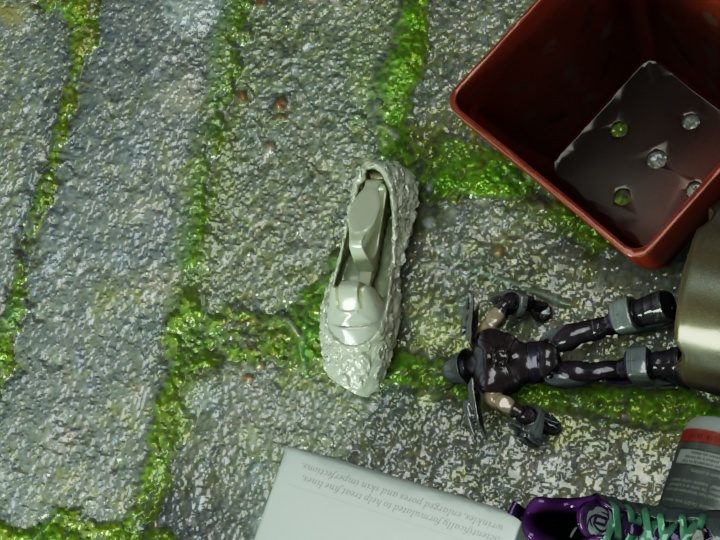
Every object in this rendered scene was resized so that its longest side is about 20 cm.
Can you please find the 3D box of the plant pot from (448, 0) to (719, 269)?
[{"bbox_3d":[0.220,-0.114,1.563,0.200,0.176,0.200,41,88,23],"label":"plant pot"}]

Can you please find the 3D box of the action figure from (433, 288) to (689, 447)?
[{"bbox_3d":[0.153,0.071,1.587,0.200,0.069,0.130,-9,78,17],"label":"action figure"}]

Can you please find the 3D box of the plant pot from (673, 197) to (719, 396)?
[{"bbox_3d":[0.347,0.034,1.481,0.198,0.200,0.201,11,77,26],"label":"plant pot"}]

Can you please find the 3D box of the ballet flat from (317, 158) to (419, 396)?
[{"bbox_3d":[0.000,0.000,1.650,0.072,0.072,0.200,5,76,17],"label":"ballet flat"}]

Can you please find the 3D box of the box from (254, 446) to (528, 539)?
[{"bbox_3d":[0.016,0.263,1.529,0.199,0.131,0.200,16,78,19],"label":"box"}]

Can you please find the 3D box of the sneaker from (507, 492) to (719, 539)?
[{"bbox_3d":[0.200,0.193,1.405,0.200,0.087,0.075,-2,68,38],"label":"sneaker"}]

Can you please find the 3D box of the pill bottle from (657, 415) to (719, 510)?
[{"bbox_3d":[0.264,0.218,1.480,0.116,0.116,0.200,17,78,20],"label":"pill bottle"}]
